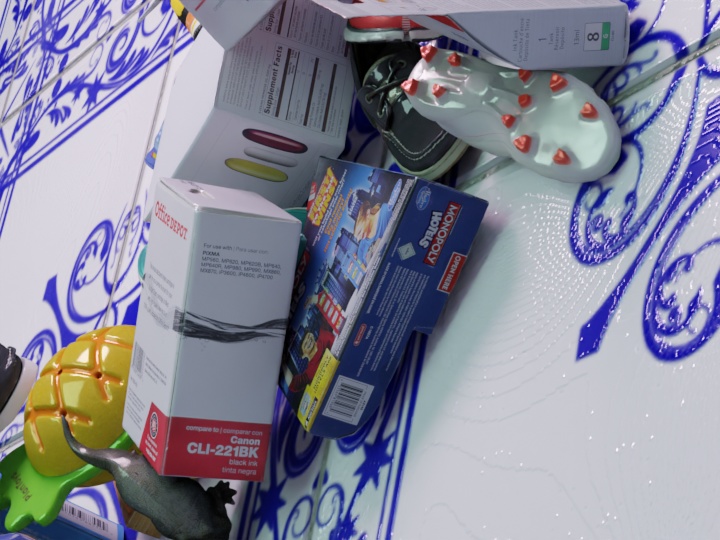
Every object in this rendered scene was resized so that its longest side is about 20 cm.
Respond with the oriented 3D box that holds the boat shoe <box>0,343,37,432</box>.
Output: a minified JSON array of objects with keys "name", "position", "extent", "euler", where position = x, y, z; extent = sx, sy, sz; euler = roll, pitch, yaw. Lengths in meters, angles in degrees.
[{"name":"boat shoe","position":[-0.333,0.145,1.892],"extent":[0.076,0.060,0.200],"euler":[-26,35,54]}]

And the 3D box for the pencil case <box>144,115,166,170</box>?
[{"name":"pencil case","position":[-0.116,-0.164,2.069],"extent":[0.200,0.078,0.087],"euler":[-63,-16,8]}]

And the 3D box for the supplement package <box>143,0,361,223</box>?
[{"name":"supplement package","position":[-0.086,-0.131,1.895],"extent":[0.200,0.111,0.156],"euler":[129,155,-57]}]

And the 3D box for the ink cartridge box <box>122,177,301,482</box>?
[{"name":"ink cartridge box","position":[-0.113,0.041,1.743],"extent":[0.144,0.084,0.200],"euler":[-146,63,-70]}]

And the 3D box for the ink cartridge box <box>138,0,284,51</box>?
[{"name":"ink cartridge box","position":[-0.066,-0.242,1.767],"extent":[0.200,0.068,0.116],"euler":[-46,4,-29]}]

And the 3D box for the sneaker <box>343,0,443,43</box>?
[{"name":"sneaker","position":[0.025,-0.228,1.769],"extent":[0.200,0.077,0.085],"euler":[-84,-9,-63]}]

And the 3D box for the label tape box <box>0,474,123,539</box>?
[{"name":"label tape box","position":[-0.307,0.279,1.970],"extent":[0.200,0.143,0.066],"euler":[-61,13,12]}]

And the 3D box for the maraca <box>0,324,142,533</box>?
[{"name":"maraca","position":[-0.224,0.126,1.886],"extent":[0.200,0.107,0.137],"euler":[-48,30,-3]}]

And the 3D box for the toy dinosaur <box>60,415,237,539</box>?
[{"name":"toy dinosaur","position":[-0.144,0.172,1.768],"extent":[0.077,0.200,0.102],"euler":[-38,2,-1]}]

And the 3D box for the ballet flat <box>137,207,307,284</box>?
[{"name":"ballet flat","position":[-0.081,-0.007,1.854],"extent":[0.200,0.069,0.070],"euler":[-7,57,27]}]

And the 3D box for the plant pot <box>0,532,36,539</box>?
[{"name":"plant pot","position":[-0.268,0.318,1.818],"extent":[0.200,0.200,0.180],"euler":[-20,44,58]}]

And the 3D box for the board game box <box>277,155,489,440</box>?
[{"name":"board game box","position":[0.000,0.000,1.704],"extent":[0.200,0.062,0.200],"euler":[-66,21,13]}]

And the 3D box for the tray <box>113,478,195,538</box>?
[{"name":"tray","position":[-0.138,0.111,1.922],"extent":[0.200,0.037,0.099],"euler":[-58,26,16]}]

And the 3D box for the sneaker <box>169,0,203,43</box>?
[{"name":"sneaker","position":[-0.076,-0.274,1.986],"extent":[0.200,0.070,0.090],"euler":[-35,63,-3]}]

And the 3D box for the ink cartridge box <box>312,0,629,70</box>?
[{"name":"ink cartridge box","position":[0.058,-0.168,1.584],"extent":[0.161,0.200,0.050],"euler":[-143,49,-65]}]

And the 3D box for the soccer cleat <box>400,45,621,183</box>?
[{"name":"soccer cleat","position":[0.111,-0.103,1.582],"extent":[0.200,0.078,0.069],"euler":[27,84,46]}]

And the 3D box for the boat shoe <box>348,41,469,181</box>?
[{"name":"boat shoe","position":[0.030,-0.133,1.754],"extent":[0.072,0.065,0.200],"euler":[-42,30,14]}]
